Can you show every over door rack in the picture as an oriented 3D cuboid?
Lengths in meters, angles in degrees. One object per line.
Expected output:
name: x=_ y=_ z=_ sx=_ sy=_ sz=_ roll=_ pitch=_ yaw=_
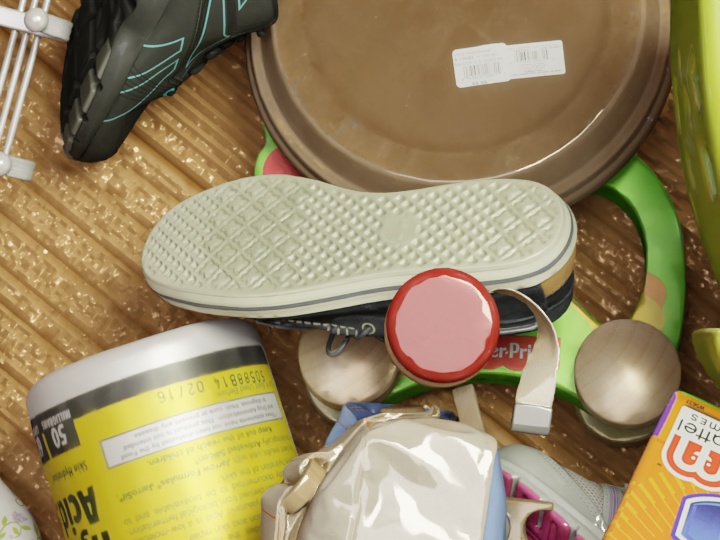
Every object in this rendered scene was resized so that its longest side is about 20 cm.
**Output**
over door rack: x=-0.227 y=-0.133 z=1.221 sx=0.199 sy=0.067 sz=0.149 roll=15 pitch=89 yaw=17

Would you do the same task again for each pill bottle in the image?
pill bottle: x=-0.069 y=0.131 z=1.177 sx=0.111 sy=0.111 sz=0.201 roll=-19 pitch=83 yaw=3

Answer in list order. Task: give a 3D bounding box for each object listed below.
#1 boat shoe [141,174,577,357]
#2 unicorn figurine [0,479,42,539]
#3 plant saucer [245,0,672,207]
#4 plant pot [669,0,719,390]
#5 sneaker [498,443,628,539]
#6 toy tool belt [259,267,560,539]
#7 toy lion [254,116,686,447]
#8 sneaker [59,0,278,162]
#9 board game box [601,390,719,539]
boat shoe: x=0.000 y=0.000 z=1.146 sx=0.199 sy=0.062 sz=0.075 roll=-2 pitch=52 yaw=19
unicorn figurine: x=-0.200 y=0.094 z=1.219 sx=0.137 sy=0.074 sz=0.201 roll=-33 pitch=97 yaw=-8
plant saucer: x=0.045 y=-0.113 z=1.203 sx=0.199 sy=0.029 sz=0.201 roll=-2 pitch=69 yaw=4
plant pot: x=0.220 y=-0.031 z=1.044 sx=0.199 sy=0.199 sz=0.183 roll=2 pitch=89 yaw=4
sneaker: x=0.138 y=0.136 z=1.176 sx=0.200 sy=0.082 sz=0.088 roll=34 pitch=49 yaw=13
toy tool belt: x=0.021 y=0.102 z=1.113 sx=0.124 sy=0.123 sz=0.201 roll=7 pitch=86 yaw=0
toy lion: x=0.050 y=-0.023 z=1.212 sx=0.199 sy=0.069 sz=0.193 roll=4 pitch=77 yaw=5
sneaker: x=-0.078 y=-0.113 z=1.185 sx=0.079 sy=0.200 sz=0.076 roll=12 pitch=49 yaw=-22
board game box: x=0.153 y=0.211 z=0.998 sx=0.199 sy=0.200 sz=0.200 roll=24 pitch=51 yaw=9
